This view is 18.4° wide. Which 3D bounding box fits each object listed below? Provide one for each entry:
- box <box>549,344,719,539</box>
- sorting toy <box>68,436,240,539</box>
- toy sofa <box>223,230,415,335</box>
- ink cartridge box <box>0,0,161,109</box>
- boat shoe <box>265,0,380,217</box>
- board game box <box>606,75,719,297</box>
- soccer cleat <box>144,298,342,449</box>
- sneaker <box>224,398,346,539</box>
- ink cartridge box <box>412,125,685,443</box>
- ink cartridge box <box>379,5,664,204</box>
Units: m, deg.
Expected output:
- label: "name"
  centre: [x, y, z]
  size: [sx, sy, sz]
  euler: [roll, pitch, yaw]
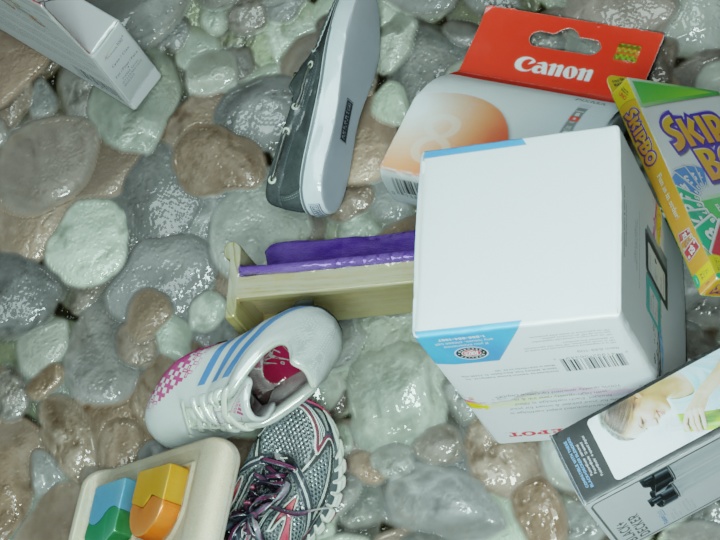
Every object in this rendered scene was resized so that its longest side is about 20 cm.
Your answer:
- label: "box"
  centre: [0.241, 0.109, 1.530]
  size: [0.199, 0.117, 0.060]
  euler: [-28, 61, 6]
- label: "sorting toy"
  centre: [-0.172, 0.221, 1.637]
  size: [0.200, 0.036, 0.186]
  euler: [-18, 54, 51]
- label: "toy sofa"
  centre: [0.000, 0.000, 1.696]
  size: [0.199, 0.083, 0.098]
  euler: [-6, 65, 19]
- label: "ink cartridge box"
  centre: [-0.280, -0.230, 1.863]
  size: [0.200, 0.176, 0.045]
  euler: [31, 79, 30]
- label: "boat shoe"
  centre: [-0.032, -0.140, 1.786]
  size: [0.056, 0.069, 0.201]
  euler: [4, 70, 24]
- label: "board game box"
  centre: [0.252, -0.066, 1.624]
  size: [0.030, 0.095, 0.201]
  euler: [-51, 47, 39]
- label: "soccer cleat"
  centre: [-0.097, 0.091, 1.658]
  size: [0.200, 0.070, 0.087]
  euler: [-34, 21, 32]
- label: "sneaker"
  centre: [-0.071, 0.186, 1.641]
  size: [0.080, 0.075, 0.201]
  euler: [11, 70, 26]
- label: "ink cartridge box"
  centre: [0.137, 0.016, 1.565]
  size: [0.146, 0.200, 0.147]
  euler: [-6, 62, 19]
- label: "ink cartridge box"
  centre: [0.127, -0.129, 1.710]
  size: [0.161, 0.050, 0.201]
  euler: [13, 64, 27]
